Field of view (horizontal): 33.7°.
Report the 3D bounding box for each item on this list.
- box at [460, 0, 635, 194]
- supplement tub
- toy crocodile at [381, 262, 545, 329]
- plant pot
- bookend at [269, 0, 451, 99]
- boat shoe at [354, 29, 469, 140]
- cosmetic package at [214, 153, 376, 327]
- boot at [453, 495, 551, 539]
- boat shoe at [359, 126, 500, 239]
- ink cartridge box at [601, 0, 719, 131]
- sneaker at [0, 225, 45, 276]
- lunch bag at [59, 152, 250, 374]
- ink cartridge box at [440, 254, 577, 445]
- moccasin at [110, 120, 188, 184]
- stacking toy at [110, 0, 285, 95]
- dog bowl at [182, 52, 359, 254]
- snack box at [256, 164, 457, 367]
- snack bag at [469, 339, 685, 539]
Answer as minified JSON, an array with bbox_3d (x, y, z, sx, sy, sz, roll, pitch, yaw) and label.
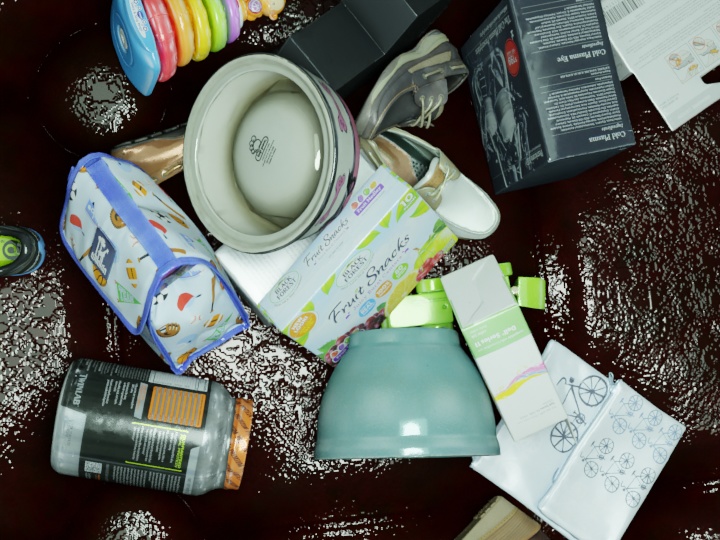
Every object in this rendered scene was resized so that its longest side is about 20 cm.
[{"bbox_3d":[0.201,-0.197,1.319,0.103,0.200,0.184,-13,86,-11],"label":"box"},{"bbox_3d":[-0.218,0.168,1.259,0.198,0.123,0.124,11,83,-7],"label":"supplement tub"},{"bbox_3d":[0.118,0.036,1.359,0.198,0.062,0.068,-12,86,-5],"label":"toy crocodile"},{"bbox_3d":[0.048,0.132,1.268,0.198,0.200,0.136,0,80,-8],"label":"plant pot"},{"bbox_3d":[-0.003,-0.264,1.270,0.200,0.199,0.092,-41,91,-29],"label":"bookend"},{"bbox_3d":[0.064,-0.200,1.324,0.073,0.075,0.200,37,50,6],"label":"boat shoe"},{"bbox_3d":[-0.059,-0.040,1.329,0.200,0.071,0.102,-40,90,-10],"label":"cosmetic package"},{"bbox_3d":[0.148,0.371,1.318,0.200,0.072,0.167,-41,89,-14],"label":"boot"},{"bbox_3d":[0.075,-0.100,1.357,0.199,0.068,0.075,31,81,-5],"label":"boat shoe"},{"bbox_3d":[0.394,-0.288,1.436,0.199,0.045,0.177,-33,89,-10],"label":"ink cartridge box"},{"bbox_3d":[-0.438,-0.017,1.265,0.197,0.083,0.072,-9,85,-9],"label":"sneaker"},{"bbox_3d":[-0.216,-0.012,1.215,0.123,0.200,0.170,-36,66,-11],"label":"lunch bag"},{"bbox_3d":[0.161,0.099,1.284,0.067,0.117,0.201,-25,118,5],"label":"ink cartridge box"},{"bbox_3d":[-0.175,-0.131,1.322,0.199,0.074,0.079,-21,102,-13],"label":"moccasin"},{"bbox_3d":[-0.173,-0.282,1.332,0.198,0.110,0.117,-19,85,-21],"label":"stacking toy"},{"bbox_3d":[-0.086,-0.118,1.223,0.198,0.073,0.203,2,93,34],"label":"dog bowl"},{"bbox_3d":[0.000,0.000,1.280,0.200,0.142,0.053,-48,55,2],"label":"snack box"},{"bbox_3d":[0.252,0.203,1.377,0.199,0.021,0.189,36,81,-3],"label":"snack bag"}]
